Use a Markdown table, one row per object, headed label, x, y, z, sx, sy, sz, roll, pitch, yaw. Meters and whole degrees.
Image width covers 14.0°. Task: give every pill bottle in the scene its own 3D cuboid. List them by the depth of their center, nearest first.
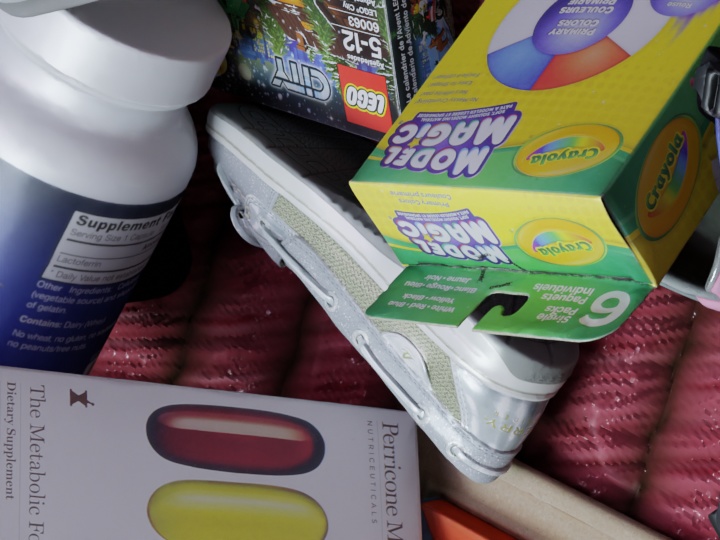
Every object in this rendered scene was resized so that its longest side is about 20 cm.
| label | x | y | z | sx | sy | sz | roll | pitch | yaw |
| --- | --- | --- | --- | --- | --- | --- | --- | --- | --- |
| pill bottle | -0.135 | -0.034 | 1.192 | 0.116 | 0.116 | 0.200 | 48 | 122 | 32 |

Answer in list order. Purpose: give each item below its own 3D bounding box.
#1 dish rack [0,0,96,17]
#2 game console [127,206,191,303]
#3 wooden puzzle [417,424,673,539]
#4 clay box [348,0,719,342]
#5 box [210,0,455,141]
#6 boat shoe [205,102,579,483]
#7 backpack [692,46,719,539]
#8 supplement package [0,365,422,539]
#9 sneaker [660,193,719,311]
| label | x | y | z | sx | sy | sz | roll | pitch | yaw |
| --- | --- | --- | --- | --- | --- | --- | --- | --- | --- |
| dish rack | -0.067 | -0.183 | 1.107 | 0.171 | 0.044 | 0.200 | -11 | 53 | 26 |
| game console | -0.166 | -0.088 | 1.303 | 0.176 | 0.116 | 0.200 | -9 | 112 | 16 |
| wooden puzzle | 0.058 | 0.172 | 1.128 | 0.200 | 0.037 | 0.185 | 28 | 110 | 40 |
| clay box | 0.082 | -0.063 | 1.007 | 0.115 | 0.200 | 0.048 | 4 | 137 | 44 |
| box | -0.049 | -0.138 | 1.186 | 0.200 | 0.038 | 0.137 | 20 | 129 | 41 |
| boat shoe | 0.002 | 0.000 | 1.154 | 0.202 | 0.074 | 0.065 | 41 | 116 | 32 |
| backpack | 0.215 | 0.002 | 0.905 | 0.200 | 0.134 | 0.183 | -4 | 88 | 44 |
| supplement package | -0.087 | 0.111 | 1.125 | 0.110 | 0.200 | 0.114 | 137 | 135 | -58 |
| sneaker | 0.091 | -0.041 | 1.060 | 0.200 | 0.082 | 0.070 | 26 | 111 | 41 |
